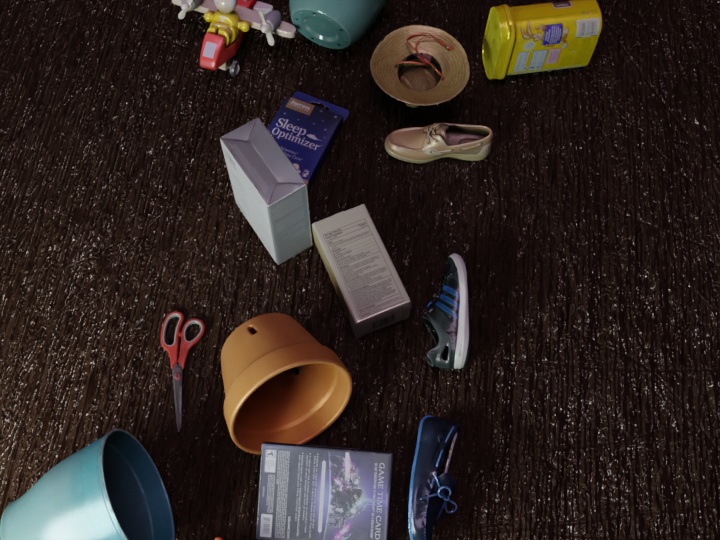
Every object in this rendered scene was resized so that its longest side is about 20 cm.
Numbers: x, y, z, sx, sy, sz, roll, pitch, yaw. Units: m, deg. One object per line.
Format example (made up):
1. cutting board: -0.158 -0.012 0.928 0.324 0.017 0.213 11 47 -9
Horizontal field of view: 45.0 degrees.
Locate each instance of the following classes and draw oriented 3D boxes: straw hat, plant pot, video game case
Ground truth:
1. straw hat: 0.110 -0.360 1.639 0.198 0.085 0.204 2 59 -3
2. plant pot: -0.394 0.358 1.237 0.186 0.200 0.202 -25 65 4
3. plant pot: -0.128 0.162 1.335 0.198 0.202 0.141 -24 49 -11
4. plant pot: -0.048 -0.528 1.666 0.198 0.201 0.163 21 76 10
5. video game case: -0.054 0.336 1.300 0.197 0.019 0.145 4 91 1

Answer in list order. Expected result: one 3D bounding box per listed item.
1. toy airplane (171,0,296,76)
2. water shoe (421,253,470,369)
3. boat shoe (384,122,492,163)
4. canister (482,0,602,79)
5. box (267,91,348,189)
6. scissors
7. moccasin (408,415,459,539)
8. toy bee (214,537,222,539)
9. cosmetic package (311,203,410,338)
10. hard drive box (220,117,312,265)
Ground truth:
1. toy airplane: -0.245 -0.493 1.672 0.198 0.142 0.201 -22 65 -10
2. water shoe: 0.139 0.062 1.439 0.078 0.072 0.203 -1 63 2
3. boat shoe: 0.143 -0.244 1.592 0.197 0.065 0.072 -2 64 -1
4. canister: 0.342 -0.439 1.645 0.197 0.149 0.088 -8 63 -6
5. box: -0.112 -0.249 1.614 0.120 0.033 0.202 21 65 10
6. scissors: -0.305 0.163 1.424 0.072 0.014 0.203 8 65 1
7. moccasin: 0.113 0.315 1.308 0.067 0.081 0.203 2 64 14
8. toy bee: -0.221 0.429 1.239 0.197 0.110 0.131 -9 19 -13
9. cosmetic package: 0.000 0.000 1.469 0.104 0.071 0.202 -19 65 -9
10. hard drive box: -0.155 -0.129 1.461 0.076 0.201 0.157 -30 68 -15
